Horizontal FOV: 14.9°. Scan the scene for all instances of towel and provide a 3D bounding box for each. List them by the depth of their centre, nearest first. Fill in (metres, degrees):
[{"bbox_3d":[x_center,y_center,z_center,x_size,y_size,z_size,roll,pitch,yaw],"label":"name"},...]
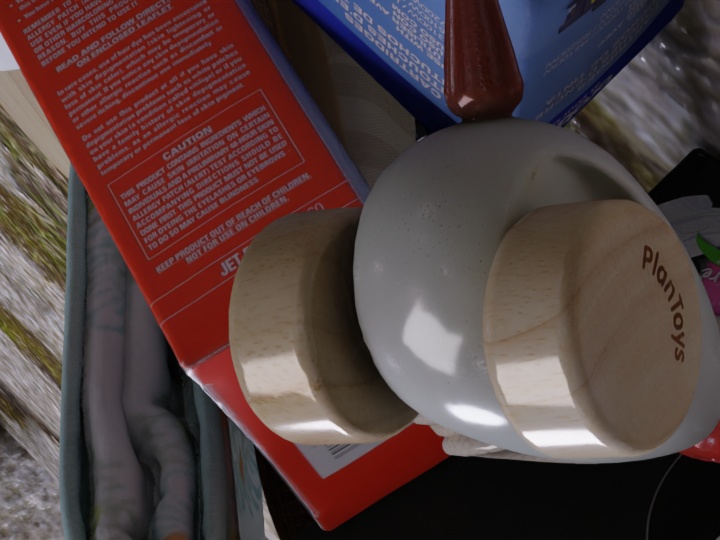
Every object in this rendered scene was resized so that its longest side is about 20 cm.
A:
[{"bbox_3d":[-0.054,0.065,0.829,0.171,0.048,0.200,81,-175,-50],"label":"towel"}]

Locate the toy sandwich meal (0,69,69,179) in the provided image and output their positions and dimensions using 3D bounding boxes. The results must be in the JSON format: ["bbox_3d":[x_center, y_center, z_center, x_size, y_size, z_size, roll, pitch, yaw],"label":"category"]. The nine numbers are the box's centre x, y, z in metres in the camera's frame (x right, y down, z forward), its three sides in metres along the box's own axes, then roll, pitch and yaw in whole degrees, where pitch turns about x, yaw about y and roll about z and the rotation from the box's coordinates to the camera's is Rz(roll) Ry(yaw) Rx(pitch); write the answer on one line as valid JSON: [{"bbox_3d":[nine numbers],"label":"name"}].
[{"bbox_3d":[-0.095,-0.091,1.030,0.205,0.070,0.205,44,167,13],"label":"toy sandwich meal"}]

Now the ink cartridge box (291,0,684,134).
[{"bbox_3d":[0.012,-0.106,0.634,0.136,0.076,0.200,44,169,11],"label":"ink cartridge box"}]

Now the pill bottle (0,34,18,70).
[{"bbox_3d":[-0.122,-0.136,0.889,0.200,0.111,0.111,43,167,12],"label":"pill bottle"}]

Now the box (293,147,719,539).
[{"bbox_3d":[0.084,0.099,0.741,0.149,0.200,0.124,38,165,34],"label":"box"}]

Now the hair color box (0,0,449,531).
[{"bbox_3d":[-0.044,-0.039,0.731,0.200,0.061,0.102,59,-178,35],"label":"hair color box"}]

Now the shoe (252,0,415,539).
[{"bbox_3d":[0.000,0.000,0.816,0.070,0.053,0.200,140,128,-57],"label":"shoe"}]

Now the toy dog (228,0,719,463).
[{"bbox_3d":[0.057,-0.006,0.597,0.132,0.096,0.200,2,176,19],"label":"toy dog"}]

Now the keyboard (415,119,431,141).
[{"bbox_3d":[0.037,0.043,0.881,0.127,0.021,0.200,-32,87,35],"label":"keyboard"}]
